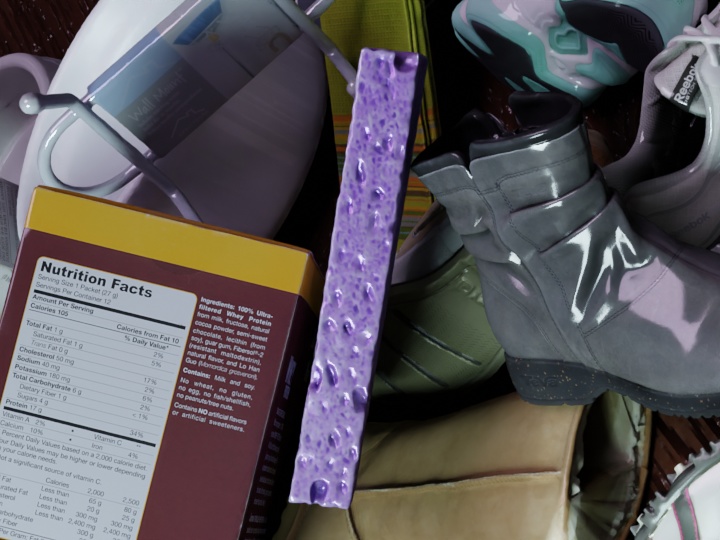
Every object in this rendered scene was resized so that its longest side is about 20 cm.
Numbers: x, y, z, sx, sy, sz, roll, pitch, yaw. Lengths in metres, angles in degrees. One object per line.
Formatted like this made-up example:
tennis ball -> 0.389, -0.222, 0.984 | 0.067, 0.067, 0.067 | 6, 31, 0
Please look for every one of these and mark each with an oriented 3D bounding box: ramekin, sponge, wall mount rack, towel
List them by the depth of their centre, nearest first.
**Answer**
sponge -> 0.000, 0.000, 1.073 | 0.112, 0.030, 0.202 | -65, -16, -84
wall mount rack -> -0.084, -0.099, 1.174 | 0.200, 0.174, 0.075 | -41, 51, 6
towel -> 0.005, -0.107, 1.236 | 0.086, 0.018, 0.202 | 0, 99, 53
ramekin -> -0.105, -0.077, 1.357 | 0.200, 0.097, 0.201 | -41, 35, 37

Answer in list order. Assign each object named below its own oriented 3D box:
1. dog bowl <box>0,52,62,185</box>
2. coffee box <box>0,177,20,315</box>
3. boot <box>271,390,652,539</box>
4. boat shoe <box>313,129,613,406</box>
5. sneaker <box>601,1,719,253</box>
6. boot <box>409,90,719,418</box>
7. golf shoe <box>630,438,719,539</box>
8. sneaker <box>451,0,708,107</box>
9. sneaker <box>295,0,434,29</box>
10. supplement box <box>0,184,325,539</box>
dog bowl -> -0.231, -0.051, 1.563 | 0.200, 0.058, 0.201 | -30, 48, 40
coffee box -> -0.239, 0.007, 1.415 | 0.114, 0.199, 0.080 | -43, 40, 29
boot -> 0.035, 0.135, 1.098 | 0.199, 0.066, 0.176 | -12, 62, 48
boat shoe -> 0.055, 0.001, 1.151 | 0.200, 0.075, 0.069 | -33, 26, 42
sneaker -> 0.173, -0.092, 1.030 | 0.075, 0.081, 0.201 | 33, 97, 57
boot -> 0.108, -0.011, 0.978 | 0.199, 0.132, 0.070 | -7, 26, 44
golf shoe -> 0.141, 0.140, 0.964 | 0.088, 0.077, 0.200 | 49, 116, 31
sneaker -> 0.130, -0.154, 1.140 | 0.140, 0.078, 0.200 | -54, 20, -15
sneaker -> 0.028, -0.184, 1.256 | 0.200, 0.078, 0.079 | -42, 4, 30
supplement box -> -0.104, 0.082, 1.161 | 0.197, 0.132, 0.201 | 67, -143, -83
